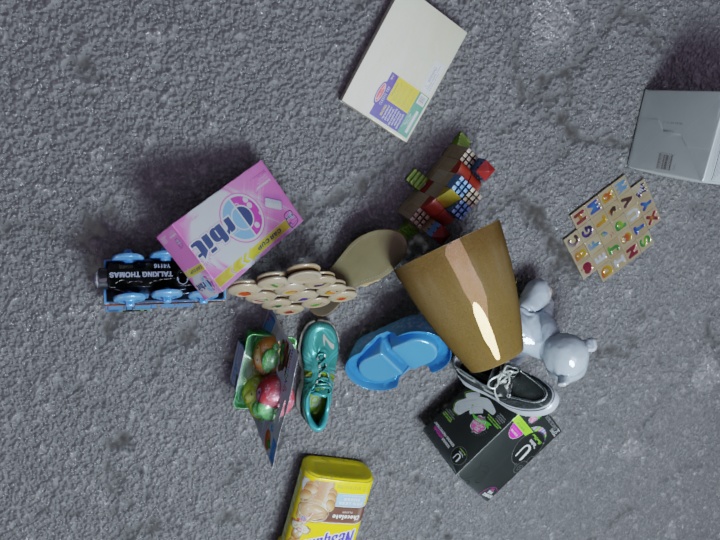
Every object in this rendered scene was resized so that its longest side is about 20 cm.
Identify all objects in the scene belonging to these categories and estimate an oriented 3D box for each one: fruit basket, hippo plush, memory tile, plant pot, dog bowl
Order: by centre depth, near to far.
[{"bbox_3d":[-0.099,0.034,0.943,0.151,0.200,0.017,-14,71,17],"label":"memory tile"},{"bbox_3d":[0.176,0.050,0.965,0.184,0.186,0.202,-24,87,-7],"label":"plant pot"},{"bbox_3d":[-0.151,0.180,0.976,0.092,0.200,0.188,10,104,-19],"label":"fruit basket"},{"bbox_3d":[0.064,0.142,1.061,0.198,0.050,0.111,-28,124,28],"label":"dog bowl"},{"bbox_3d":[0.341,0.112,1.082,0.160,0.160,0.200,-56,148,-9],"label":"hippo plush"}]

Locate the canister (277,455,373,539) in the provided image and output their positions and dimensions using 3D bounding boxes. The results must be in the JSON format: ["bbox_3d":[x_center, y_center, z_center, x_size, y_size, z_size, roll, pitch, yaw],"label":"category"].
[{"bbox_3d":[-0.067,0.461,1.146,0.146,0.087,0.203,12,101,-19],"label":"canister"}]

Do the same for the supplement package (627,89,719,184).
[{"bbox_3d":[0.630,-0.232,1.078,0.197,0.191,0.150,3,106,-16],"label":"supplement package"}]

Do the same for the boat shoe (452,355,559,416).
[{"bbox_3d":[0.250,0.191,1.073,0.074,0.198,0.068,-54,135,-14],"label":"boat shoe"}]

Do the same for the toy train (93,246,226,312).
[{"bbox_3d":[-0.299,0.017,0.932,0.197,0.114,0.088,-2,77,-22],"label":"toy train"}]

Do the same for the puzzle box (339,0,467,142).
[{"bbox_3d":[0.068,-0.328,0.980,0.132,0.025,0.202,28,97,-22],"label":"puzzle box"}]

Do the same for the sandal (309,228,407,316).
[{"bbox_3d":[-0.004,-0.005,1.041,0.211,0.070,0.078,-40,90,20],"label":"sandal"}]

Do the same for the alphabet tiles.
[{"bbox_3d":[0.491,-0.080,1.184,0.199,0.006,0.167,-36,113,-3],"label":"alphabet tiles"}]

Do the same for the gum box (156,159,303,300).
[{"bbox_3d":[-0.186,-0.066,0.909,0.114,0.066,0.200,54,52,-13],"label":"gum box"}]

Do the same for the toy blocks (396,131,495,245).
[{"bbox_3d":[0.144,-0.127,1.002,0.100,0.137,0.201,38,93,-22],"label":"toy blocks"}]

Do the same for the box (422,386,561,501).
[{"bbox_3d":[0.248,0.302,1.150,0.200,0.124,0.149,-42,129,0],"label":"box"}]

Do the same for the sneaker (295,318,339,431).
[{"bbox_3d":[-0.069,0.184,1.066,0.076,0.080,0.204,-1,106,-15],"label":"sneaker"}]
